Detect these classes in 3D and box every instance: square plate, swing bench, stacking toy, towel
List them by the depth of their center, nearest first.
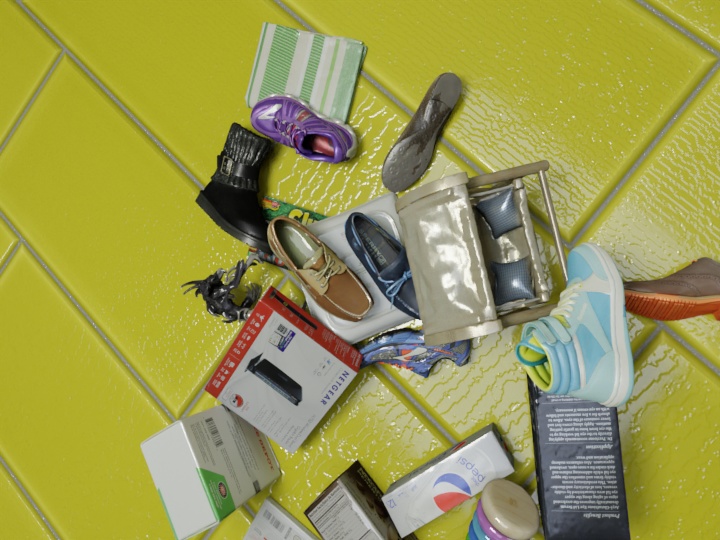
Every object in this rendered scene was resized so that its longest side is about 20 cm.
[{"bbox_3d":[0.167,-0.022,0.765,0.193,0.129,0.207,-11,84,-23],"label":"swing bench"},{"bbox_3d":[0.171,0.392,0.787,0.084,0.085,0.205,28,118,16],"label":"stacking toy"},{"bbox_3d":[0.000,0.000,0.878,0.194,0.028,0.205,-20,83,-5],"label":"square plate"},{"bbox_3d":[-0.097,-0.331,0.960,0.193,0.023,0.158,17,92,14],"label":"towel"}]

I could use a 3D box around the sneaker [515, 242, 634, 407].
[{"bbox_3d":[0.243,0.054,0.671,0.125,0.080,0.207,4,60,-5],"label":"sneaker"}]

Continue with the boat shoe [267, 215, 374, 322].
[{"bbox_3d":[-0.064,-0.003,0.825,0.198,0.074,0.076,41,82,5],"label":"boat shoe"}]

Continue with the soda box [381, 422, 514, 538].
[{"bbox_3d":[0.130,0.308,0.831,0.197,0.068,0.065,-35,79,10],"label":"soda box"}]

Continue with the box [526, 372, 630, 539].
[{"bbox_3d":[0.283,0.235,0.752,0.100,0.148,0.209,-6,86,14],"label":"box"}]

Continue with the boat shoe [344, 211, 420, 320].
[{"bbox_3d":[0.044,-0.001,0.830,0.199,0.069,0.085,41,82,4],"label":"boat shoe"}]

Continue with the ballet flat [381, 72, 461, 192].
[{"bbox_3d":[0.094,-0.218,0.890,0.066,0.046,0.204,26,100,-16],"label":"ballet flat"}]

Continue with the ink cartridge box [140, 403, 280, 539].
[{"bbox_3d":[-0.221,0.293,0.864,0.082,0.199,0.150,-29,79,14],"label":"ink cartridge box"}]

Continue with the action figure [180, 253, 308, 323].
[{"bbox_3d":[-0.184,0.041,0.910,0.194,0.120,0.105,24,60,-3],"label":"action figure"}]

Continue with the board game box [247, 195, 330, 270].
[{"bbox_3d":[-0.090,-0.046,0.940,0.194,0.023,0.109,18,89,16],"label":"board game box"}]

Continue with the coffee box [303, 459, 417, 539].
[{"bbox_3d":[0.017,0.400,0.834,0.080,0.113,0.201,-43,76,9],"label":"coffee box"}]

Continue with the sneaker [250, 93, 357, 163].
[{"bbox_3d":[-0.099,-0.228,0.910,0.194,0.083,0.083,21,122,16],"label":"sneaker"}]

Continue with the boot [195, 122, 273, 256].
[{"bbox_3d":[-0.181,-0.139,0.921,0.209,0.079,0.161,37,98,31],"label":"boot"}]

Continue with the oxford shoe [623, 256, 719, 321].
[{"bbox_3d":[0.445,0.024,0.769,0.192,0.072,0.076,3,67,11],"label":"oxford shoe"}]

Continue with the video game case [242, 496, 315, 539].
[{"bbox_3d":[-0.148,0.503,0.924,0.141,0.018,0.204,32,95,15],"label":"video game case"}]

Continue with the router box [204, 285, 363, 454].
[{"bbox_3d":[-0.119,0.156,0.861,0.177,0.049,0.202,35,116,-4],"label":"router box"}]

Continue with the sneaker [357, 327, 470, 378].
[{"bbox_3d":[0.078,0.127,0.856,0.193,0.075,0.082,-15,86,16],"label":"sneaker"}]
